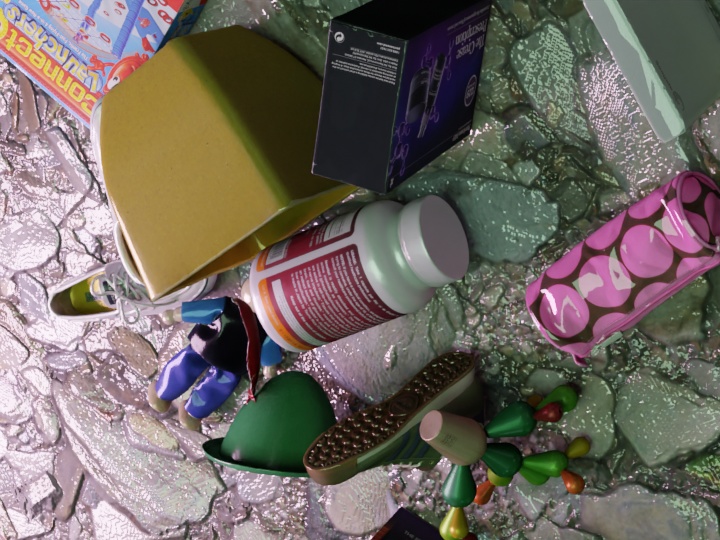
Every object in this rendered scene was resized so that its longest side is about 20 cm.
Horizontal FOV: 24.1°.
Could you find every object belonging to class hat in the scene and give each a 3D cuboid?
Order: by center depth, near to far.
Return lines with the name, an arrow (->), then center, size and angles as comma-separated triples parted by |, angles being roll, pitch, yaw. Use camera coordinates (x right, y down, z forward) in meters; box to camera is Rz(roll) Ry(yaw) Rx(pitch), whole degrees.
hat -> -0.071, 0.106, 1.691 | 0.165, 0.200, 0.177 | 2, 96, -15

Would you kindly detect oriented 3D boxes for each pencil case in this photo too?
pencil case -> 0.248, 0.000, 1.524 | 0.200, 0.091, 0.094 | -42, 53, 34

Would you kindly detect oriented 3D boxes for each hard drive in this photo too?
hard drive -> 0.251, -0.191, 1.379 | 0.027, 0.200, 0.132 | -27, 96, 32

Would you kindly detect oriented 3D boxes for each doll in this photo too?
doll -> -0.151, 0.079, 1.770 | 0.136, 0.049, 0.200 | 33, 120, -14

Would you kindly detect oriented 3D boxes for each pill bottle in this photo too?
pill bottle -> 0.000, 0.000, 1.631 | 0.200, 0.113, 0.113 | -21, 99, 32

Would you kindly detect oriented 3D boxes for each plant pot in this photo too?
plant pot -> -0.133, -0.120, 1.616 | 0.194, 0.195, 0.200 | -32, 86, 32

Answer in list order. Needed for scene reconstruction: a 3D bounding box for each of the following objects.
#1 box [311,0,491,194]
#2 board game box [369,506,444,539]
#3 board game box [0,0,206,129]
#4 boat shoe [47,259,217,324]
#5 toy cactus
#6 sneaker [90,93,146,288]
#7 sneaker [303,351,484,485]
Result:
box -> 0.039, -0.168, 1.495 | 0.079, 0.200, 0.142 | 20, 117, 19
board game box -> 0.079, 0.344, 1.692 | 0.200, 0.165, 0.057 | 32, 122, 12
board game box -> -0.274, -0.269, 1.700 | 0.200, 0.056, 0.196 | 40, 121, 8
boat shoe -> -0.250, 0.018, 1.777 | 0.201, 0.086, 0.075 | -9, 98, 30
toy cactus -> 0.124, 0.185, 1.622 | 0.165, 0.102, 0.200 | 28, 117, -36
sneaker -> -0.221, -0.078, 1.681 | 0.073, 0.071, 0.201 | -16, 105, 1
sneaker -> 0.044, 0.168, 1.644 | 0.067, 0.200, 0.090 | 30, 148, 53
